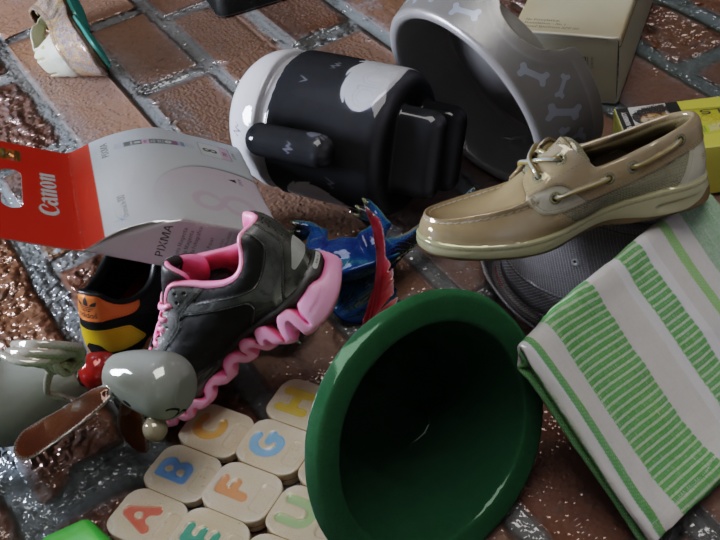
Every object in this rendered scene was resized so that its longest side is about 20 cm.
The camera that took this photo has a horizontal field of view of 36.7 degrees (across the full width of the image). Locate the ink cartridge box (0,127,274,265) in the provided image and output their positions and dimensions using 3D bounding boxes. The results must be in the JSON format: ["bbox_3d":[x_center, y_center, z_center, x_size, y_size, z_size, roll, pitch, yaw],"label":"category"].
[{"bbox_3d":[-0.170,-0.062,0.789,0.199,0.057,0.163,15,24,-27],"label":"ink cartridge box"}]

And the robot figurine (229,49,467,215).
[{"bbox_3d":[-0.014,-0.114,0.906,0.199,0.150,0.125,15,71,24],"label":"robot figurine"}]

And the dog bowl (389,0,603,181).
[{"bbox_3d":[0.103,-0.155,0.882,0.059,0.200,0.200,-41,49,-14],"label":"dog bowl"}]

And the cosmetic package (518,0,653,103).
[{"bbox_3d":[0.220,-0.249,1.053,0.103,0.073,0.200,8,45,19],"label":"cosmetic package"}]

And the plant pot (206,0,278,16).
[{"bbox_3d":[-0.117,-0.436,1.247,0.199,0.178,0.200,-21,42,-12],"label":"plant pot"}]

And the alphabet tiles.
[{"bbox_3d":[-0.054,0.151,0.690,0.195,0.015,0.200,15,47,25],"label":"alphabet tiles"}]

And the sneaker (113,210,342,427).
[{"bbox_3d":[-0.108,0.030,0.729,0.200,0.095,0.079,-37,30,23],"label":"sneaker"}]

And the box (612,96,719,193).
[{"bbox_3d":[0.313,-0.106,0.890,0.199,0.050,0.075,-5,40,4],"label":"box"}]

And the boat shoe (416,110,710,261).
[{"bbox_3d":[0.130,-0.058,0.708,0.199,0.065,0.072,-13,24,-4],"label":"boat shoe"}]

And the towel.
[{"bbox_3d":[0.202,0.055,0.684,0.200,0.023,0.153,-34,86,-27],"label":"towel"}]

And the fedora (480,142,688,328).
[{"bbox_3d":[0.183,-0.029,0.794,0.177,0.091,0.200,-35,47,-27],"label":"fedora"}]

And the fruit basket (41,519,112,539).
[{"bbox_3d":[-0.170,0.244,0.520,0.215,0.156,0.216,-13,24,6],"label":"fruit basket"}]

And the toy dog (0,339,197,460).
[{"bbox_3d":[-0.203,0.098,0.711,0.132,0.097,0.200,8,-9,-40],"label":"toy dog"}]

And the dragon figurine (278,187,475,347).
[{"bbox_3d":[0.000,0.000,0.818,0.199,0.059,0.100,-12,41,-3],"label":"dragon figurine"}]

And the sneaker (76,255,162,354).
[{"bbox_3d":[-0.148,-0.012,0.834,0.070,0.090,0.200,11,45,21],"label":"sneaker"}]

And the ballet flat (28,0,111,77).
[{"bbox_3d":[-0.317,-0.244,1.160,0.067,0.068,0.200,-35,38,0],"label":"ballet flat"}]

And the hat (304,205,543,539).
[{"bbox_3d":[0.006,0.080,0.704,0.200,0.166,0.176,-32,22,-27],"label":"hat"}]
